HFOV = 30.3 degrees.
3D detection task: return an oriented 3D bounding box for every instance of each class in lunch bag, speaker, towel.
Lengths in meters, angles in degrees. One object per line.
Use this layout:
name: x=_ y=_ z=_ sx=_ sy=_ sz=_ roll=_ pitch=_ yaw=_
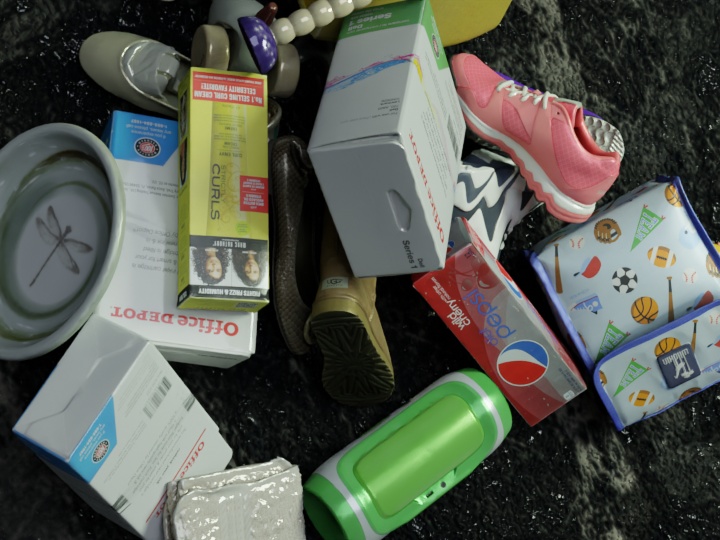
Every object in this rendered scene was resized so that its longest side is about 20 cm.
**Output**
lunch bag: x=0.276 y=0.034 z=1.294 sx=0.169 sy=0.124 sz=0.202 roll=-27 pitch=94 yaw=6
speaker: x=0.044 y=0.172 z=1.217 sx=0.199 sy=0.088 sz=0.089 roll=-33 pitch=91 yaw=-24
towel: x=-0.099 y=0.268 z=1.138 sx=0.131 sy=0.034 sz=0.203 roll=-7 pitch=91 yaw=-36

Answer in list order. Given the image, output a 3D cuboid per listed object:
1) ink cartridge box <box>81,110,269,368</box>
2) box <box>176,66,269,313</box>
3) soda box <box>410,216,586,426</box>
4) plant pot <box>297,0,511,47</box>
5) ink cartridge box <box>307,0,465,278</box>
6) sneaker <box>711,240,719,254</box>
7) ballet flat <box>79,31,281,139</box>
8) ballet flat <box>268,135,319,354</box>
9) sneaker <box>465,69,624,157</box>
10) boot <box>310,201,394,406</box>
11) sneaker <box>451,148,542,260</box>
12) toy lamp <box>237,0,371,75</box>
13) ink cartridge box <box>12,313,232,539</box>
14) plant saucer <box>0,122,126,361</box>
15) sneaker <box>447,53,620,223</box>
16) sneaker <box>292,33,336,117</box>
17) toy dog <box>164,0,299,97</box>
ink cartridge box: x=-0.165 y=-0.024 z=1.179 sx=0.144 sy=0.084 sz=0.203 roll=9 pitch=75 yaw=-20
box: x=-0.117 y=-0.068 z=1.135 sx=0.074 sy=0.050 sz=0.203 roll=5 pitch=75 yaw=-20
soda box: x=0.127 y=0.048 z=1.244 sx=0.070 sy=0.064 sz=0.200 roll=-34 pitch=114 yaw=13
plant pot: x=0.057 y=-0.325 z=1.251 sx=0.198 sy=0.195 sz=0.197 roll=10 pitch=37 yaw=-26
ink cartridge box: x=0.027 y=-0.114 z=1.139 sx=0.201 sy=0.083 sz=0.146 roll=-78 pitch=154 yaw=-46
sneaker: x=0.379 y=0.015 z=1.394 sx=0.197 sy=0.078 sz=0.083 roll=3 pitch=81 yaw=-11
ballet flat: x=-0.161 y=-0.171 z=1.225 sx=0.198 sy=0.069 sz=0.070 roll=25 pitch=70 yaw=-14
ballet flat: x=-0.053 y=-0.022 z=1.205 sx=0.046 sy=0.067 sz=0.203 roll=-1 pitch=102 yaw=13
sneaker: x=0.175 y=-0.148 z=1.350 sx=0.199 sy=0.099 sz=0.070 roll=26 pitch=105 yaw=13
boot: x=0.000 y=0.000 z=1.234 sx=0.065 sy=0.176 sz=0.202 roll=-1 pitch=53 yaw=7
sneaker: x=0.123 y=-0.046 z=1.307 sx=0.198 sy=0.079 sz=0.131 roll=-9 pitch=120 yaw=-54
toy lamp: x=-0.006 y=-0.233 z=1.132 sx=0.198 sy=0.058 sz=0.059 roll=-25 pitch=87 yaw=-6
ink cartridge box: x=-0.191 y=0.143 z=1.107 sx=0.066 sy=0.201 sz=0.116 roll=20 pitch=65 yaw=28
plant saucer: x=-0.259 y=-0.020 z=1.111 sx=0.050 sy=0.198 sz=0.203 roll=25 pitch=65 yaw=-53
sneaker: x=0.166 y=-0.143 z=1.251 sx=0.200 sy=0.087 sz=0.074 roll=47 pitch=35 yaw=6
sneaker: x=0.002 y=-0.159 z=1.289 sx=0.090 sy=0.066 sz=0.201 roll=-41 pitch=94 yaw=-17
toy dog: x=-0.111 y=-0.252 z=1.210 sx=0.131 sy=0.097 sz=0.201 roll=-15 pitch=64 yaw=-40
